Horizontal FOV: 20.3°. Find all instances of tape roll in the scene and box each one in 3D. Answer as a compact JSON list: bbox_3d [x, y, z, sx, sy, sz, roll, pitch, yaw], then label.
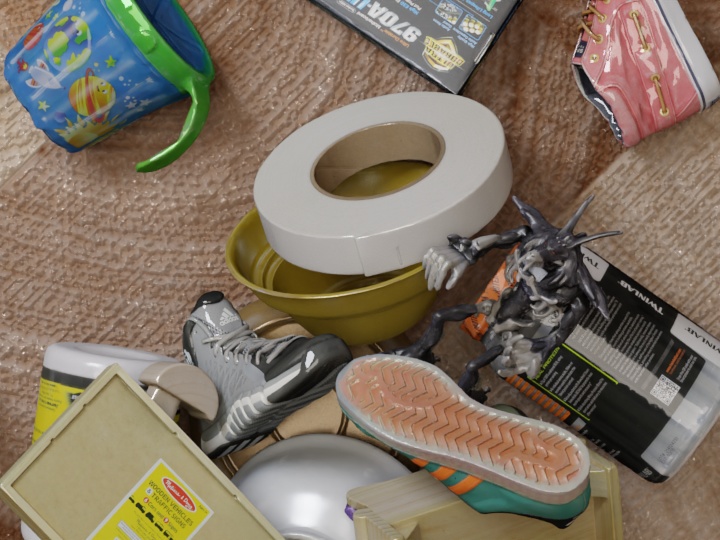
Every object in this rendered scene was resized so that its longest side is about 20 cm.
[{"bbox_3d":[0.017,-0.069,1.531,0.201,0.203,0.037,-14,123,3],"label":"tape roll"}]

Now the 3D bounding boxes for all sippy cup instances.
[{"bbox_3d":[-0.205,-0.166,1.579,0.130,0.140,0.178,-36,43,12],"label":"sippy cup"}]

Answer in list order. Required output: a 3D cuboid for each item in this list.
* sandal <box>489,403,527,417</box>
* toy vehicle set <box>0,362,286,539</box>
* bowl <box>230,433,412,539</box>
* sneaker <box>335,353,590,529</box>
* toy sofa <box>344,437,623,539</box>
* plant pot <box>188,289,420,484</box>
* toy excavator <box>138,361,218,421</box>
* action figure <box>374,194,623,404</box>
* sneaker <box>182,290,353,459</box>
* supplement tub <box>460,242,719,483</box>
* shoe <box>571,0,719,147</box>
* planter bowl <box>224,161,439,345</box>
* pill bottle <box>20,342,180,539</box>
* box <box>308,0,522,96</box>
[{"bbox_3d":[0.097,0.206,1.570,0.057,0.079,0.203,7,79,-41],"label":"sandal"},{"bbox_3d":[-0.152,0.182,1.443,0.200,0.026,0.124,48,66,-8],"label":"toy vehicle set"},{"bbox_3d":[-0.034,0.233,1.546,0.199,0.090,0.203,3,101,16],"label":"bowl"},{"bbox_3d":[0.070,0.129,1.427,0.199,0.080,0.072,24,57,22],"label":"sneaker"},{"bbox_3d":[0.091,0.193,1.498,0.199,0.097,0.083,-16,110,-23],"label":"toy sofa"},{"bbox_3d":[-0.041,0.114,1.609,0.198,0.027,0.202,0,88,3],"label":"plant pot"},{"bbox_3d":[-0.152,0.196,1.494,0.194,0.100,0.201,-39,109,-23],"label":"toy excavator"},{"bbox_3d":[0.101,0.030,1.451,0.119,0.102,0.200,49,119,16],"label":"action figure"},{"bbox_3d":[-0.086,0.060,1.519,0.075,0.200,0.116,-15,75,-37],"label":"sneaker"},{"bbox_3d":[0.184,0.062,1.550,0.199,0.123,0.123,35,91,2],"label":"supplement tub"},{"bbox_3d":[0.198,-0.200,1.580,0.091,0.071,0.201,-29,92,-4],"label":"shoe"},{"bbox_3d":[0.000,0.000,1.555,0.199,0.201,0.084,-12,120,3],"label":"planter bowl"},{"bbox_3d":[-0.204,0.163,1.572,0.111,0.112,0.202,8,93,3],"label":"pill bottle"},{"bbox_3d":[0.039,-0.257,1.603,0.199,0.046,0.160,33,91,3],"label":"box"}]
